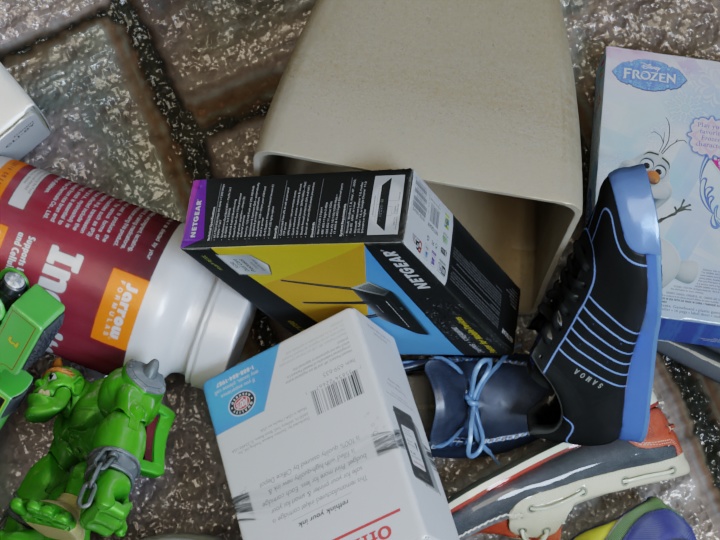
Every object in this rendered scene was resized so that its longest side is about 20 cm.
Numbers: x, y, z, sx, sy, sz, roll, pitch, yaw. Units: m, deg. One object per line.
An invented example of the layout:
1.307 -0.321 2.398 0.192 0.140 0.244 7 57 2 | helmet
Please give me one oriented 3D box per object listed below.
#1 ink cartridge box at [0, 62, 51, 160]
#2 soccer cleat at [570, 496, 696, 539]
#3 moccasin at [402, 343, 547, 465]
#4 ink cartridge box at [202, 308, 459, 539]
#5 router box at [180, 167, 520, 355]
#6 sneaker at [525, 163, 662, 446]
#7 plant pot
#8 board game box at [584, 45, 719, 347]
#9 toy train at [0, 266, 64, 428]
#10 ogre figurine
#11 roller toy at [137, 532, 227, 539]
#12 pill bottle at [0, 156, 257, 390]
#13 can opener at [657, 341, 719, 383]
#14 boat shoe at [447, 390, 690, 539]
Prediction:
-0.330 -0.129 1.177 0.145 0.083 0.200 -40 84 -5 | ink cartridge box
0.138 0.226 1.157 0.199 0.084 0.065 -36 121 9 | soccer cleat
0.050 0.097 1.162 0.198 0.068 0.081 -9 83 -2 | moccasin
-0.013 0.141 1.059 0.115 0.067 0.201 -26 60 15 | ink cartridge box
0.000 0.000 1.086 0.148 0.200 0.052 -1 68 25 | router box
0.143 0.028 1.074 0.077 0.070 0.202 -2 121 -1 | sneaker
0.042 -0.101 1.133 0.198 0.200 0.179 10 70 0 | plant pot
0.253 -0.045 1.170 0.198 0.043 0.201 8 66 0 | board game box
-0.245 0.075 1.118 0.056 0.200 0.042 37 39 2 | toy train
-0.178 0.126 1.109 0.097 0.200 0.121 21 62 0 | ogre figurine
-0.119 0.263 1.101 0.200 0.140 0.183 -44 85 -6 | roller toy
-0.171 0.008 1.147 0.198 0.113 0.114 20 83 2 | pill bottle
0.288 0.064 1.186 0.198 0.053 0.067 23 48 0 | can opener
0.125 0.150 1.159 0.199 0.071 0.063 -26 86 -8 | boat shoe
